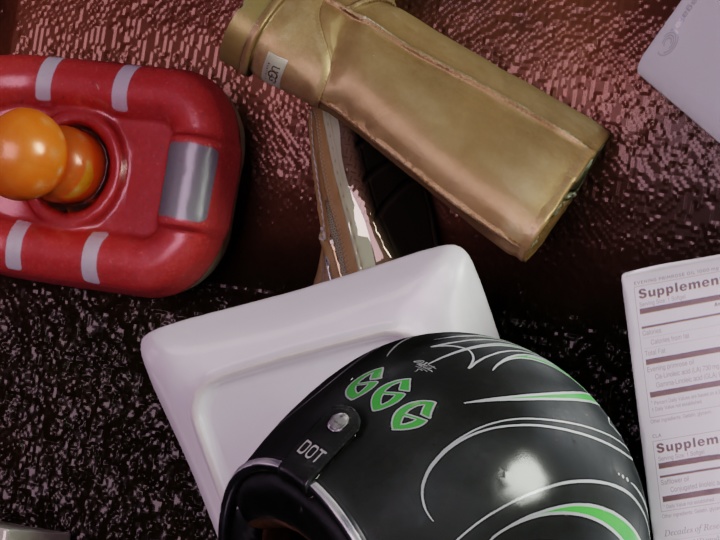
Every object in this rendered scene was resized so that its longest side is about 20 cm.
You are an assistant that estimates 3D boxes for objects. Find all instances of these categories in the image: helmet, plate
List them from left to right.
[{"bbox_3d":[-0.004,0.105,1.487,0.199,0.032,0.201,-16,101,22],"label":"plate"},{"bbox_3d":[0.046,0.128,1.356,0.200,0.190,0.201,34,136,42],"label":"helmet"}]

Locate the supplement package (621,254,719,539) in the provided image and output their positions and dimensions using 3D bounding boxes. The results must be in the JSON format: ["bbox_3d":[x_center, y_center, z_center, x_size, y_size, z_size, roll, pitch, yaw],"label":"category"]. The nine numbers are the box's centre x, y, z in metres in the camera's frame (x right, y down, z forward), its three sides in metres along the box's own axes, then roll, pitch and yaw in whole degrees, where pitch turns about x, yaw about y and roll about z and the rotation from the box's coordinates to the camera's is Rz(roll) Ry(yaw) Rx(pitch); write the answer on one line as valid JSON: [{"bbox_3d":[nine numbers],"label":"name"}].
[{"bbox_3d":[0.207,0.096,1.385,0.109,0.114,0.201,-11,77,23],"label":"supplement package"}]

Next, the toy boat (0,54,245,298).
[{"bbox_3d":[-0.172,-0.060,1.579,0.199,0.131,0.131,7,86,26],"label":"toy boat"}]

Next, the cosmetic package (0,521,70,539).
[{"bbox_3d":[-0.239,0.240,1.604,0.103,0.073,0.201,6,86,26],"label":"cosmetic package"}]

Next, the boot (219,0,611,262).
[{"bbox_3d":[0.046,-0.115,1.513,0.199,0.066,0.175,31,60,9],"label":"boot"}]

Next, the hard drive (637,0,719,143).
[{"bbox_3d":[0.225,-0.111,1.396,0.132,0.026,0.200,-55,33,10],"label":"hard drive"}]

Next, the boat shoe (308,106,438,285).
[{"bbox_3d":[0.000,0.000,1.526,0.076,0.071,0.201,-25,73,32],"label":"boat shoe"}]
